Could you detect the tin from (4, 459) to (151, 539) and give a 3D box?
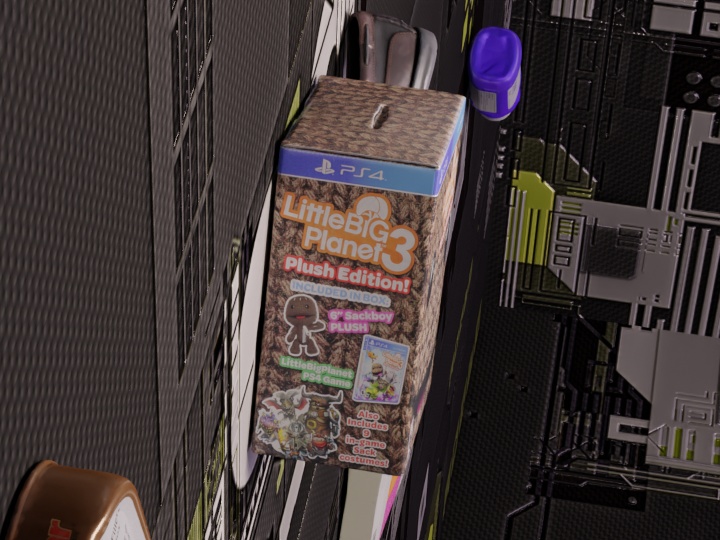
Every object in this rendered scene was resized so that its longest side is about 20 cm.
[{"bbox_3d":[-0.108,0.147,0.947,0.200,0.041,0.113,86,9,-64],"label":"tin"}]

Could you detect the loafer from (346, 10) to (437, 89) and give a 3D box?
[{"bbox_3d":[-0.003,-0.083,1.661,0.072,0.063,0.201,-28,-137,59],"label":"loafer"}]

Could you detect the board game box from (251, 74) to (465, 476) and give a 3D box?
[{"bbox_3d":[0.000,0.000,1.522,0.160,0.096,0.202,-68,165,-69],"label":"board game box"}]

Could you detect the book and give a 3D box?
[{"bbox_3d":[0.016,0.186,2.242,0.200,0.048,0.135,-63,163,-70],"label":"book"}]

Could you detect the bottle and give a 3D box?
[{"bbox_3d":[0.168,-0.239,3.071,0.200,0.065,0.084,75,25,-77],"label":"bottle"}]
